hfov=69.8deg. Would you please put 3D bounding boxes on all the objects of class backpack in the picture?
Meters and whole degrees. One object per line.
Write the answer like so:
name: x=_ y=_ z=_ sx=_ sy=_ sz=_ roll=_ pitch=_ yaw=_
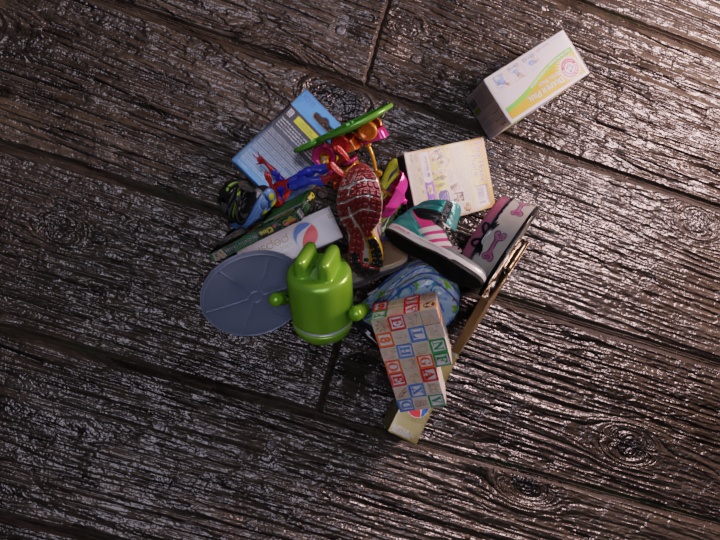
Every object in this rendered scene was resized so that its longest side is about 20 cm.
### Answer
backpack: x=0.098 y=0.074 z=0.983 sx=0.163 sy=0.154 sz=0.200 roll=45 pitch=84 yaw=-6

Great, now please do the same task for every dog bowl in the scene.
dog bowl: x=0.257 y=-0.053 z=0.995 sx=0.074 sy=0.200 sz=0.200 roll=35 pitch=85 yaw=14

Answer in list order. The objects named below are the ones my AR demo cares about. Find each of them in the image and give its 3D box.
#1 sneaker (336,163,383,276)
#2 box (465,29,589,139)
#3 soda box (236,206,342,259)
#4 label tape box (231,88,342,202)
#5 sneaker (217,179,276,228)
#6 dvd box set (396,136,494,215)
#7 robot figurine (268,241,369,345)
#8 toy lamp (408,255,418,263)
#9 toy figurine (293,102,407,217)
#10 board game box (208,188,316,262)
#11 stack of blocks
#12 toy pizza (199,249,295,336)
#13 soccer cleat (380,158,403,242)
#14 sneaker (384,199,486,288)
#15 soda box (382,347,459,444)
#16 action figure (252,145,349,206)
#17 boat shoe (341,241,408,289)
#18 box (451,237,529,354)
sneaker: x=0.001 y=-0.092 z=0.908 sx=0.078 sy=0.082 sz=0.200 roll=-1 pitch=121 yaw=3
box: x=0.335 y=-0.374 z=1.048 sx=0.200 sy=0.112 sz=0.101 roll=-34 pitch=92 yaw=-8
soda box: x=-0.138 y=-0.053 z=1.009 sx=0.200 sy=0.064 sz=0.068 roll=-24 pitch=91 yaw=-7
label tape box: x=-0.129 y=-0.229 z=1.014 sx=0.200 sy=0.063 sz=0.144 roll=-45 pitch=95 yaw=-6
sneaker: x=-0.216 y=-0.124 z=0.933 sx=0.071 sy=0.199 sz=0.083 roll=-45 pitch=111 yaw=-22
dvd box set: x=0.173 y=-0.176 z=1.022 sx=0.200 sy=0.029 sz=0.147 roll=-18 pitch=101 yaw=-26
robot figurine: x=-0.071 y=0.050 z=0.929 sx=0.175 sy=0.116 sz=0.200 roll=7 pitch=128 yaw=11
toy lamp: x=0.115 y=-0.101 z=1.044 sx=0.058 sy=0.058 sz=0.200 roll=6 pitch=90 yaw=-6
toy figurine: x=0.003 y=-0.178 z=0.947 sx=0.200 sy=0.150 sz=0.184 roll=-19 pitch=108 yaw=20
board game box: x=-0.178 y=-0.082 z=0.943 sx=0.200 sy=0.105 sz=0.023 roll=-22 pitch=111 yaw=23
stack of blocks: x=0.101 y=0.147 z=0.912 sx=0.115 sy=0.059 sz=0.200 roll=-12 pitch=113 yaw=13
toy pizza: x=-0.199 y=0.042 z=0.971 sx=0.200 sy=0.032 sz=0.200 roll=-12 pitch=129 yaw=-15
soccer cleat: x=0.041 y=-0.130 z=1.031 sx=0.084 sy=0.065 sz=0.201 roll=11 pitch=87 yaw=-4
sneaker: x=0.157 y=-0.060 z=0.923 sx=0.200 sy=0.084 sz=0.121 roll=33 pitch=71 yaw=20
soda box: x=0.119 y=0.234 z=1.026 sx=0.064 sy=0.068 sz=0.200 roll=28 pitch=85 yaw=-6
action figure: x=-0.125 y=-0.174 z=0.899 sx=0.099 sy=0.200 sz=0.065 roll=42 pitch=47 yaw=-30
boat shoe: x=0.000 y=0.000 z=1.005 sx=0.200 sy=0.065 sz=0.072 roll=-17 pitch=47 yaw=11
box: x=0.237 y=0.052 z=0.958 sx=0.021 sy=0.200 sz=0.164 roll=32 pitch=57 yaw=14
